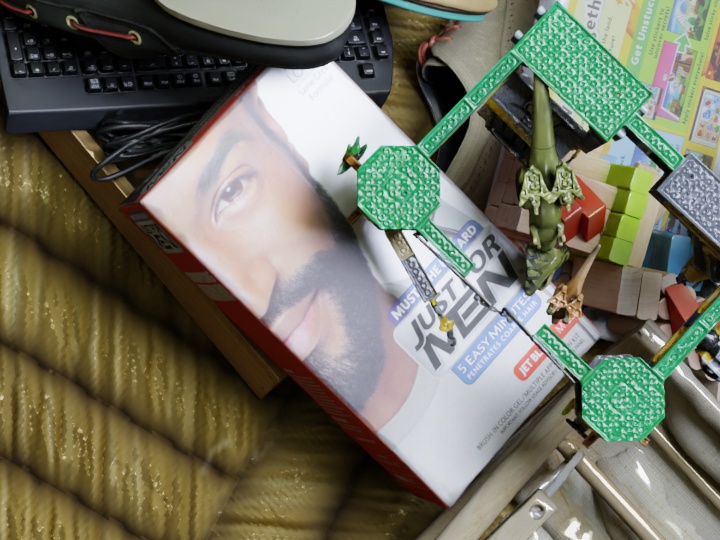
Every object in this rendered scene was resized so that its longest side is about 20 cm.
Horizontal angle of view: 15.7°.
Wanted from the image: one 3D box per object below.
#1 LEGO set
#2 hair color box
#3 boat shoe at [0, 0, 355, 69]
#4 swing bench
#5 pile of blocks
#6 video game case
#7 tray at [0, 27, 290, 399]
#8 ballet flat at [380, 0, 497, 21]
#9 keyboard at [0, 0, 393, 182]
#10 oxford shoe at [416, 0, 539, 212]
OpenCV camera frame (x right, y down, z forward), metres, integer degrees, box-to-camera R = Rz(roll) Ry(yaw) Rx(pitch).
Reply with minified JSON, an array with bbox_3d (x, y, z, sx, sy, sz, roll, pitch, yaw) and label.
[{"bbox_3d":[0.093,-0.021,1.156,0.200,0.116,0.154,36,90,0],"label":"LEGO set"},{"bbox_3d":[0.000,0.000,1.196,0.200,0.064,0.111,44,80,-10],"label":"hair color box"},{"bbox_3d":[-0.088,-0.131,1.172,0.201,0.063,0.074,20,53,24],"label":"boat shoe"},{"bbox_3d":[0.122,0.168,1.205,0.199,0.130,0.200,47,57,1],"label":"swing bench"},{"bbox_3d":[0.146,0.001,1.251,0.200,0.062,0.082,44,77,-25],"label":"pile of blocks"},{"bbox_3d":[0.154,-0.060,1.295,0.181,0.023,0.201,15,91,-27],"label":"video game case"},{"bbox_3d":[-0.074,-0.047,1.256,0.099,0.037,0.200,-39,89,-28],"label":"tray"},{"bbox_3d":[-0.026,-0.166,1.245,0.199,0.069,0.063,10,105,-8],"label":"ballet flat"},{"bbox_3d":[-0.072,-0.100,1.234,0.199,0.040,0.105,-6,73,-21],"label":"keyboard"},{"bbox_3d":[0.067,-0.121,1.316,0.074,0.070,0.201,7,69,-16],"label":"oxford shoe"}]
